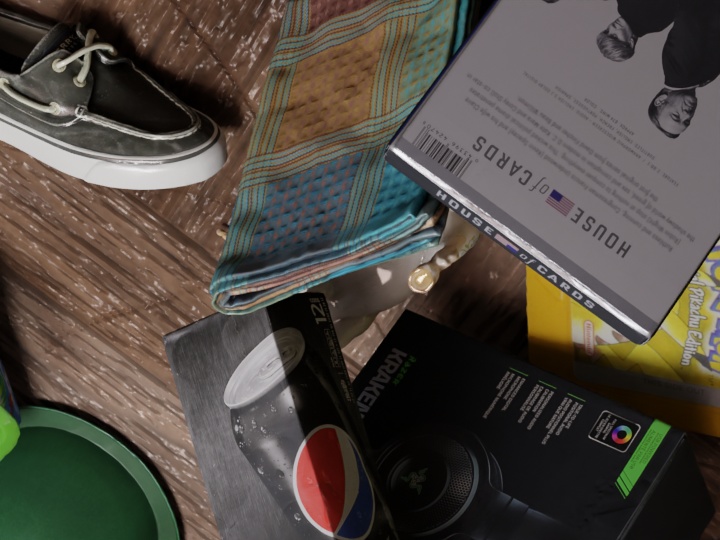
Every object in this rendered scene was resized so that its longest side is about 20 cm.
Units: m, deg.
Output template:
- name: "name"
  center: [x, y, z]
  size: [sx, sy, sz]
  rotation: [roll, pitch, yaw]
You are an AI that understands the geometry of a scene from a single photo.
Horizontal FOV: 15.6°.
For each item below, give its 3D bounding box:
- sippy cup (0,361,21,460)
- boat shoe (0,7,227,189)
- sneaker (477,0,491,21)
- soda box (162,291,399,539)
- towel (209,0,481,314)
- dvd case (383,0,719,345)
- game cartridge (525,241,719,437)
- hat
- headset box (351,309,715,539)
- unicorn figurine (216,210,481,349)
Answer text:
- name: "sippy cup"
  center: [-0.276, 0.067, 1.612]
  size: [0.139, 0.178, 0.131]
  rotation: [-20, 126, 8]
- name: "boat shoe"
  center: [-0.166, -0.102, 1.462]
  size: [0.199, 0.071, 0.064]
  rotation: [19, 131, 19]
- name: "sneaker"
  center: [0.122, -0.092, 1.313]
  size: [0.199, 0.114, 0.076]
  rotation: [42, 162, 37]
- name: "soda box"
  center: [-0.031, 0.115, 1.324]
  size: [0.071, 0.063, 0.201]
  rotation: [-23, 79, 29]
- name: "towel"
  center: [-0.004, -0.079, 1.309]
  size: [0.146, 0.201, 0.022]
  rotation: [-20, 135, 37]
- name: "dvd case"
  center: [0.126, -0.086, 1.234]
  size: [0.150, 0.200, 0.025]
  rotation: [36, 162, 1]
- name: "game cartridge"
  center: [0.183, 0.013, 1.377]
  size: [0.199, 0.032, 0.177]
  rotation: [12, 127, 23]
- name: "hat"
  center: [-0.217, 0.196, 1.631]
  size: [0.166, 0.176, 0.200]
  rotation: [47, 131, -9]
- name: "headset box"
  center: [0.068, 0.144, 1.400]
  size: [0.200, 0.174, 0.093]
  rotation: [24, 158, 31]
- name: "unicorn figurine"
  center: [0.000, 0.000, 1.421]
  size: [0.199, 0.137, 0.074]
  rotation: [-20, 102, 22]
